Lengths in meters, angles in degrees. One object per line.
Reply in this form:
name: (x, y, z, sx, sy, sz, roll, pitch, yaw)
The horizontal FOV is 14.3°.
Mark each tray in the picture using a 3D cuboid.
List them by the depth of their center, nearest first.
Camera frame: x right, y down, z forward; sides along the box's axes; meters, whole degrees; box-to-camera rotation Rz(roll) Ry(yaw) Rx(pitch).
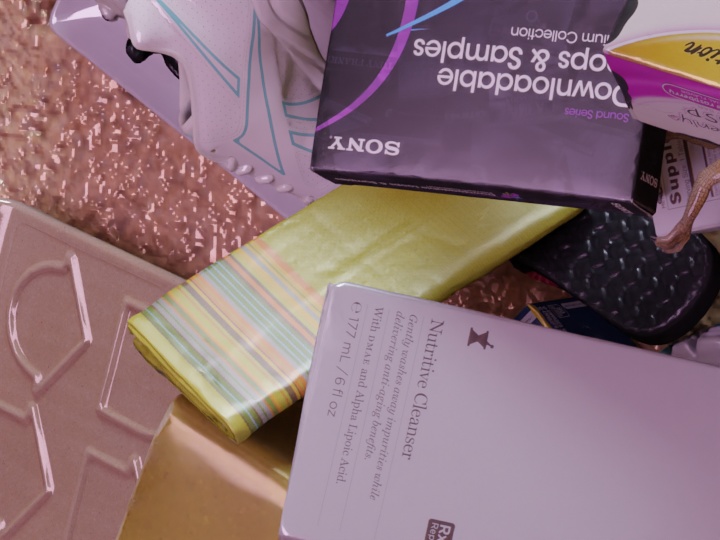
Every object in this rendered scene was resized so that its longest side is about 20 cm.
tray: (-0.067, -0.116, 1.438, 0.200, 0.022, 0.108, 39, 113, 26)

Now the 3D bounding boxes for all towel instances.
towel: (0.000, 0.000, 1.270, 0.086, 0.200, 0.018, 43, 157, 36)

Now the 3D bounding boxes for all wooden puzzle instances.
wooden puzzle: (-0.134, 0.078, 1.488, 0.199, 0.046, 0.186, 23, 106, 26)

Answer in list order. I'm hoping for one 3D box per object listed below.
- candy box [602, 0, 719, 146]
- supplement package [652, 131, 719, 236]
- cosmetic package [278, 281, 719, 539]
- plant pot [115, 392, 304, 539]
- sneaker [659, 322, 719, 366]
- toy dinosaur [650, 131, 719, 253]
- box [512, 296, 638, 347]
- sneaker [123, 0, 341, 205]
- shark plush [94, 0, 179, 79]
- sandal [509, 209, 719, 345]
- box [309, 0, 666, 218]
candy box: (0.194, -0.134, 1.073, 0.136, 0.061, 0.201, 19, 74, 25)
supplement package: (0.222, -0.087, 1.190, 0.199, 0.109, 0.114, -11, 87, 34)
cosmetic package: (0.074, 0.084, 1.177, 0.199, 0.081, 0.113, 10, 78, 4)
plant pot: (0.009, 0.174, 1.315, 0.200, 0.195, 0.195, 30, 109, 23)
sneaker: (0.213, 0.063, 1.232, 0.199, 0.077, 0.092, -1, 96, 36)
toy dinosaur: (0.145, -0.072, 1.156, 0.101, 0.058, 0.201, -33, 69, 18)
box: (0.129, 0.107, 1.295, 0.070, 0.064, 0.200, -48, 68, 27)
sneaker: (-0.039, -0.070, 1.331, 0.080, 0.201, 0.070, -38, 25, -6)
shark plush: (-0.113, -0.176, 1.417, 0.083, 0.091, 0.201, -25, 73, 2)
sandal: (0.094, -0.023, 1.312, 0.075, 0.045, 0.200, -52, 49, 3)
box: (0.062, -0.128, 1.152, 0.142, 0.036, 0.201, 6, 85, 24)
